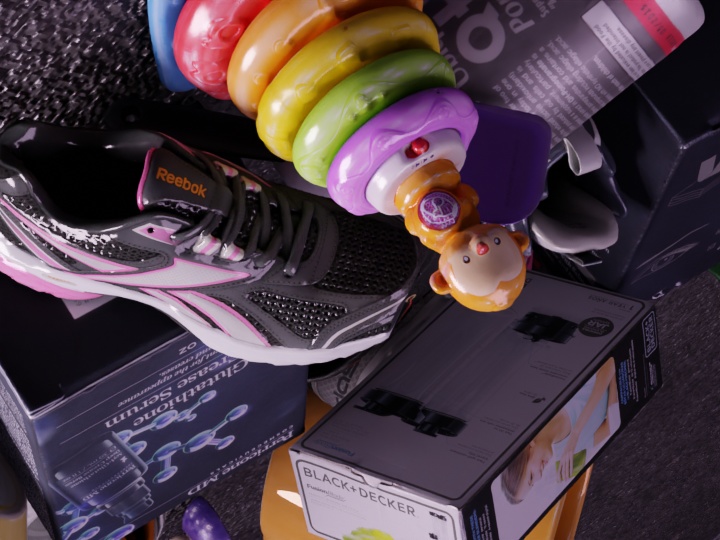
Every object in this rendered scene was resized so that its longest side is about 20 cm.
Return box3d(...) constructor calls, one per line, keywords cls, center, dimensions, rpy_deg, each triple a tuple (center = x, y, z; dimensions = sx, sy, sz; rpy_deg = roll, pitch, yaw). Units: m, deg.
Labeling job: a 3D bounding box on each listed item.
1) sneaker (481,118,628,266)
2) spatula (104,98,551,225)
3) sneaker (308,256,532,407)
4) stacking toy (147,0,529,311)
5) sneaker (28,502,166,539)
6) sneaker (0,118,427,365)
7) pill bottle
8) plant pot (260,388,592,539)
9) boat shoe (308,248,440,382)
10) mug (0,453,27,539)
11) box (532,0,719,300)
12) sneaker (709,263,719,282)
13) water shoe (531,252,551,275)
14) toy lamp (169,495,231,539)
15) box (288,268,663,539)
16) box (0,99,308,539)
box3d(cls="sneaker", center=(0.079, -0.035, 1.091), dimensions=(0.079, 0.130, 0.199), rpy_deg=(-18, 152, -33))
box3d(cls="spatula", center=(-0.017, -0.056, 0.896), dimensions=(0.199, 0.057, 0.021), rpy_deg=(6, 158, 9))
box3d(cls="sneaker", center=(0.034, 0.020, 1.226), dimensions=(0.200, 0.087, 0.074), rpy_deg=(-47, 144, -35))
box3d(cls="stacking toy", center=(0.005, -0.063, 0.833), dimensions=(0.116, 0.200, 0.110), rpy_deg=(-28, 157, -16))
box3d(cls="sneaker", center=(-0.160, 0.153, 1.199), dimensions=(0.074, 0.079, 0.200), rpy_deg=(-22, 156, -34))
box3d(cls="sneaker", center=(-0.070, -0.016, 0.859), dimensions=(0.199, 0.081, 0.086), rpy_deg=(7, 156, 0))
box3d(cls="pill bottle", center=(0.053, -0.097, 0.954), dimensions=(0.200, 0.111, 0.111), rpy_deg=(-39, 158, 9))
box3d(cls="plant pot", center=(0.042, 0.139, 1.274), dimensions=(0.200, 0.183, 0.201), rpy_deg=(15, 90, -79))
box3d(cls="boat shoe", center=(0.002, 0.002, 1.086), dimensions=(0.063, 0.074, 0.201), rpy_deg=(-59, -172, -35))
box3d(cls="mug", center=(-0.231, 0.158, 0.988), dimensions=(0.153, 0.187, 0.149), rpy_deg=(-48, 161, 11))
box3d(cls="box", center=(0.200, -0.095, 1.160), dimensions=(0.196, 0.118, 0.200), rpy_deg=(-27, 157, -23))
box3d(cls="sneaker", center=(0.271, -0.024, 1.334), dimensions=(0.074, 0.084, 0.200), rpy_deg=(-33, -161, -12))
box3d(cls="water shoe", center=(0.128, 0.005, 1.325), dimensions=(0.079, 0.072, 0.200), rpy_deg=(-10, 147, -51))
box3d(cls="toy lamp", center=(-0.179, 0.219, 1.338), dimensions=(0.200, 0.058, 0.058), rpy_deg=(-31, 158, -18))
box3d(cls="box", center=(0.067, 0.081, 1.115), dimensions=(0.200, 0.116, 0.060), rpy_deg=(-41, 133, -39))
box3d(cls="box", center=(-0.113, 0.036, 0.992), dimensions=(0.148, 0.107, 0.200), rpy_deg=(-29, 158, -16))
